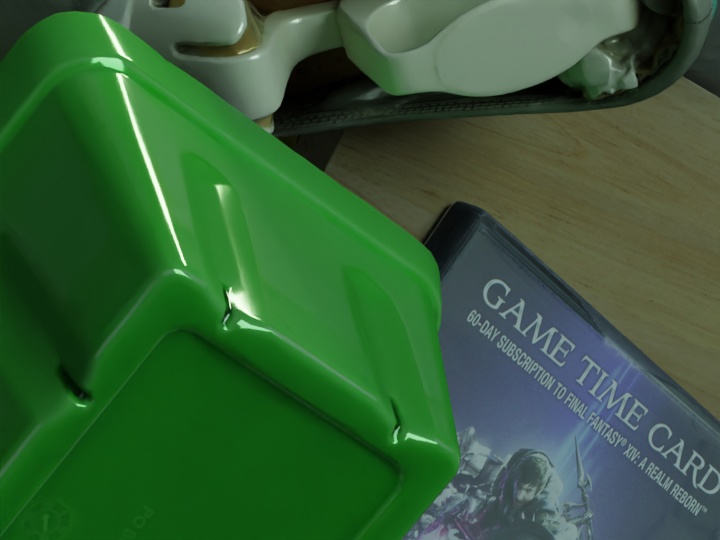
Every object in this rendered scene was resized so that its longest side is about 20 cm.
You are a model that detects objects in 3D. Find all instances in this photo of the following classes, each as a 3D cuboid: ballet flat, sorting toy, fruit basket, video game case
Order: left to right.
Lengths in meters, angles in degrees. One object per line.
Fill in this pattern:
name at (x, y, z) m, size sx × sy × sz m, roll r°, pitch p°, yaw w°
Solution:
fruit basket at (-0.094, 0.034, 0.672) m, size 0.155 × 0.215 × 0.216 m, roll 35°, pitch 48°, yaw -30°
ballet flat at (-0.010, -0.062, 0.677) m, size 0.064 × 0.199 × 0.068 m, roll -91°, pitch 172°, yaw -60°
video game case at (0.018, 0.101, 0.758) m, size 0.143 × 0.019 × 0.200 m, roll 40°, pitch 80°, yaw -34°
sorting toy at (0.032, 0.025, 0.802) m, size 0.200 × 0.070 × 0.199 m, roll 25°, pitch 92°, yaw -37°

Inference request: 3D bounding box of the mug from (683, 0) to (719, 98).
mug at (0.135, -0.141, 0.798) m, size 0.148 × 0.200 × 0.175 m, roll 49°, pitch 4°, yaw 33°
